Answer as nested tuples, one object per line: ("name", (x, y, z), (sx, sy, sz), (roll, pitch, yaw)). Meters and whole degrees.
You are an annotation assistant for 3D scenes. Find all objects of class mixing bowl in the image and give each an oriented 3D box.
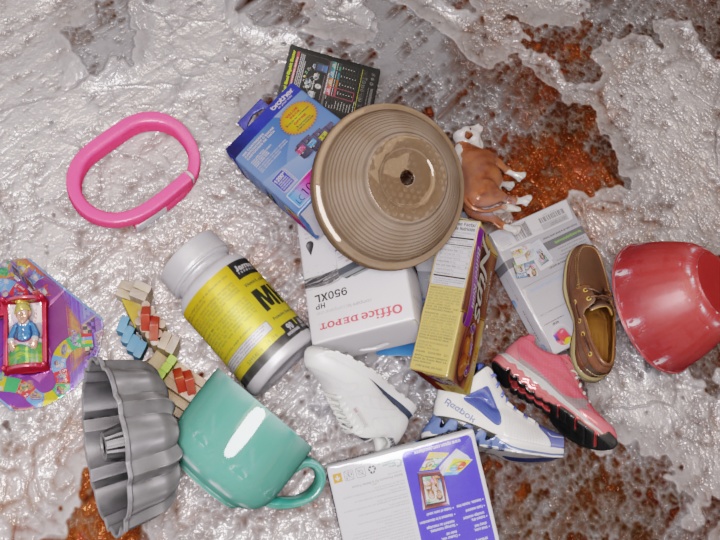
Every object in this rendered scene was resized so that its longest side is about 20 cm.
("mixing bowl", (0.471, 0.038, 1.090), (0.196, 0.108, 0.205), (15, 62, -30))

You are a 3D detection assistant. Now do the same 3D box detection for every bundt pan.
("bundt pan", (-0.263, 0.196, 0.871), (0.074, 0.202, 0.206), (-7, 69, -33))

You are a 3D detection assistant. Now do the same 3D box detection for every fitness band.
("fitness band", (-0.320, -0.142, 1.066), (0.144, 0.038, 0.200), (45, 66, 7))

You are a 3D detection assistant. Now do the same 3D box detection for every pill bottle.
("pill bottle", (-0.163, 0.053, 0.982), (0.114, 0.115, 0.200), (-41, 82, -23))

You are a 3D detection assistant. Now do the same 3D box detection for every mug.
("mug", (-0.138, 0.220, 0.898), (0.184, 0.153, 0.115), (36, 77, 17))

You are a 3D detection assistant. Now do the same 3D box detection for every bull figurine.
("bull figurine", (0.193, -0.140, 1.139), (0.119, 0.066, 0.203), (20, 44, -12))

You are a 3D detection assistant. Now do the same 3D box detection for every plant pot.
("plant pot", (0.042, -0.104, 0.894), (0.195, 0.093, 0.207), (1, 87, -13))

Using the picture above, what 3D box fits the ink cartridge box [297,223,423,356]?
("ink cartridge box", (0.000, 0.000, 1.000), (0.141, 0.084, 0.205), (-15, 67, 12))

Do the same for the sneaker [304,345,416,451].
("sneaker", (-0.006, 0.166, 0.956), (0.199, 0.076, 0.081), (41, 74, -33))

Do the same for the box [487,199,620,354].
("box", (0.296, 0.011, 1.137), (0.153, 0.041, 0.203), (-23, 75, -19))

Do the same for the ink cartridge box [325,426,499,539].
("ink cartridge box", (0.070, 0.321, 0.940), (0.193, 0.043, 0.205), (-13, 84, -3))

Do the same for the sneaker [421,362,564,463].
("sneaker", (0.185, 0.191, 1.022), (0.194, 0.081, 0.118), (12, 69, -5))

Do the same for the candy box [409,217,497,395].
("candy box", (0.126, 0.048, 0.979), (0.055, 0.117, 0.205), (8, 74, 26))

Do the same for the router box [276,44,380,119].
("router box", (-0.060, -0.228, 1.140), (0.146, 0.062, 0.205), (14, 67, -6))

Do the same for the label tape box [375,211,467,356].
("label tape box", (0.088, 0.016, 1.077), (0.139, 0.066, 0.205), (2, 67, -11))

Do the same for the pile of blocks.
("pile of blocks", (-0.272, 0.097, 0.970), (0.081, 0.062, 0.202), (-30, 78, -21))

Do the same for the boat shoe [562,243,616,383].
("boat shoe", (0.336, 0.054, 1.070), (0.070, 0.068, 0.205), (6, 68, -9))

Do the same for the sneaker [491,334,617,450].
("sneaker", (0.277, 0.159, 1.027), (0.087, 0.074, 0.199), (-42, 61, -17))

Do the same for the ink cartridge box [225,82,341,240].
("ink cartridge box", (-0.086, -0.156, 1.008), (0.137, 0.077, 0.199), (-46, 57, -7))

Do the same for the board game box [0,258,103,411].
("board game box", (-0.435, 0.075, 0.955), (0.198, 0.039, 0.159), (37, 66, 4))
